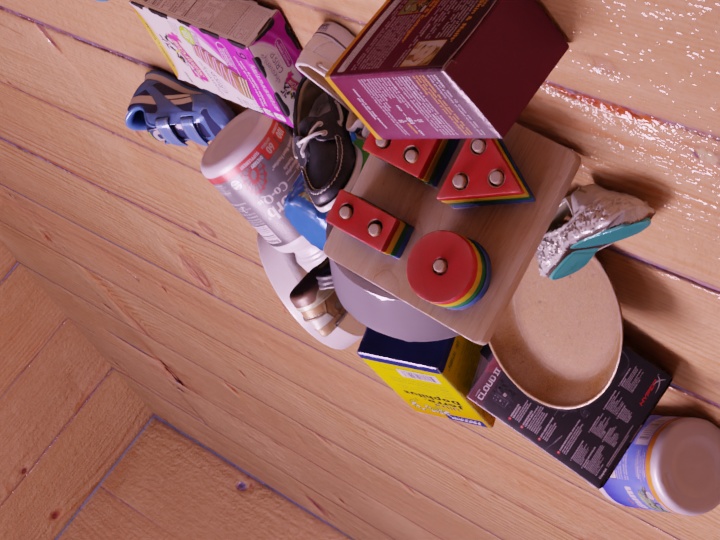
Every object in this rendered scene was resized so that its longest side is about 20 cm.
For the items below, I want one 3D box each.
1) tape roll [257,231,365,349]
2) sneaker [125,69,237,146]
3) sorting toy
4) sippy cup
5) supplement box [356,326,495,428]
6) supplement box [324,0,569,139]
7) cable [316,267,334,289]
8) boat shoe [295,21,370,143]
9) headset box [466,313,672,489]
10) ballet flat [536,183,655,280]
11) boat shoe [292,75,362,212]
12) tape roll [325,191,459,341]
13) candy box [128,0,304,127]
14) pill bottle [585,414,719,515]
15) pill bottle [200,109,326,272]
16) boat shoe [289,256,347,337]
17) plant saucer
[{"bbox_3d":[-0.059,0.010,1.995,0.203,0.037,0.204,47,-158,-25],"label":"tape roll"},{"bbox_3d":[-0.226,-0.193,1.952,0.199,0.083,0.074,21,155,39],"label":"sneaker"},{"bbox_3d":[0.075,-0.065,1.441,0.198,0.202,0.069,30,-175,26],"label":"sorting toy"},{"bbox_3d":[-0.015,-0.091,1.696,0.139,0.131,0.178,23,157,39],"label":"sippy cup"},{"bbox_3d":[0.093,0.093,1.772,0.108,0.110,0.200,10,159,28],"label":"supplement box"},{"bbox_3d":[0.072,-0.182,1.324,0.086,0.111,0.199,46,162,-26],"label":"supplement box"},{"bbox_3d":[0.048,-0.012,1.701,0.097,0.199,0.051,7,121,53],"label":"cable"},{"bbox_3d":[0.014,-0.163,1.557,0.200,0.070,0.071,44,162,-15],"label":"boat shoe"},{"bbox_3d":[0.227,0.126,1.694,0.199,0.150,0.077,33,-179,15],"label":"headset box"},{"bbox_3d":[0.214,-0.045,1.458,0.072,0.072,0.200,39,157,-3],"label":"ballet flat"},{"bbox_3d":[-0.043,-0.138,1.584,0.060,0.075,0.201,44,-159,-29],"label":"boat shoe"},{"bbox_3d":[0.065,-0.024,1.566,0.199,0.200,0.067,29,148,29],"label":"tape roll"},{"bbox_3d":[-0.151,-0.250,1.691,0.199,0.061,0.137,26,159,37],"label":"candy box"},{"bbox_3d":[0.342,0.227,1.795,0.112,0.112,0.200,43,162,-14],"label":"pill bottle"},{"bbox_3d":[-0.094,-0.096,1.868,0.200,0.116,0.115,46,161,-24],"label":"pill bottle"},{"bbox_3d":[0.000,0.000,1.765,0.071,0.200,0.077,-7,122,56],"label":"boat shoe"},{"bbox_3d":[0.209,0.045,1.606,0.199,0.035,0.203,20,117,44],"label":"plant saucer"}]
